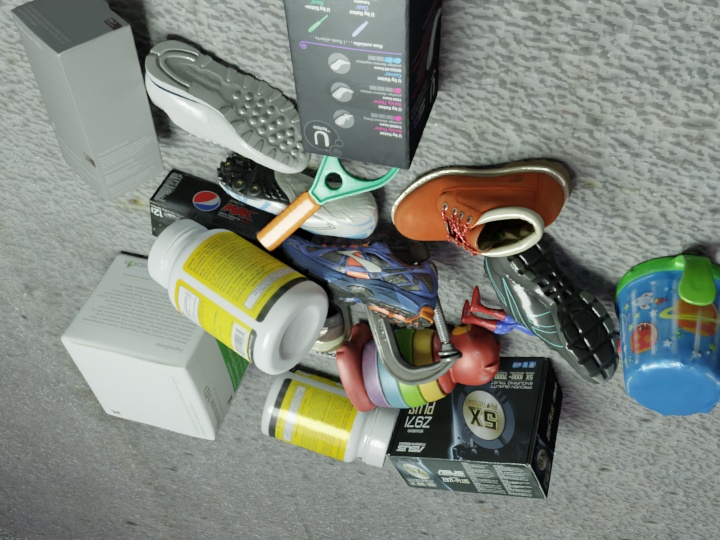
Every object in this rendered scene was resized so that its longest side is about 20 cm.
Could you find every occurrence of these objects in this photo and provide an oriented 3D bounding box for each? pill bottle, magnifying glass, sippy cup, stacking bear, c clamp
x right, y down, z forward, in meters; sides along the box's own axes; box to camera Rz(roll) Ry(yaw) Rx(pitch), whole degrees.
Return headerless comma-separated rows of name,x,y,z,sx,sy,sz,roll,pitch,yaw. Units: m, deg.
pill bottle,-0.046,0.234,1.177,0.199,0.115,0.115,17,141,8
magnifying glass,-0.034,-0.091,0.797,0.200,0.022,0.080,-39,100,20
sippy cup,0.337,0.078,0.795,0.139,0.131,0.178,-19,126,41
stacking bear,0.086,0.121,0.990,0.199,0.121,0.114,-11,101,19
pill bottle,-0.144,0.022,0.852,0.200,0.112,0.113,31,146,23
c clamp,0.068,0.041,0.890,0.170,0.027,0.201,-9,97,38

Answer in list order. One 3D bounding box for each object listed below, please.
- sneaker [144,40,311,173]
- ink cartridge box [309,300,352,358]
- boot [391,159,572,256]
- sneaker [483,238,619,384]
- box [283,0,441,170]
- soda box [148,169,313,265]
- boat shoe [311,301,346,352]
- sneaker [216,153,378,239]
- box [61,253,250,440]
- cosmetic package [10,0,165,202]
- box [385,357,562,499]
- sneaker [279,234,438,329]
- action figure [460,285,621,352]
sneaker,-0.142,-0.165,0.805,0.200,0.077,0.081,35,148,-2
ink cartridge box,-0.071,0.066,1.038,0.103,0.059,0.201,10,140,16
boot,0.107,-0.055,0.767,0.199,0.107,0.075,-8,122,34
sneaker,0.212,0.041,0.838,0.200,0.075,0.079,56,152,6
box,0.007,-0.205,0.634,0.106,0.123,0.201,11,140,13
soda box,-0.161,-0.053,0.941,0.199,0.064,0.071,20,142,4
boat shoe,-0.112,0.042,0.933,0.200,0.072,0.066,16,130,10
sneaker,-0.075,-0.081,0.865,0.199,0.072,0.073,19,149,10
box,-0.290,0.114,1.111,0.199,0.172,0.200,11,140,15
cosmetic package,-0.288,-0.187,0.806,0.107,0.090,0.200,39,152,29
box,0.157,0.208,1.008,0.199,0.164,0.086,-4,135,30
sneaker,0.000,0.000,0.858,0.199,0.079,0.075,22,161,9
action figure,0.226,0.065,0.901,0.199,0.052,0.066,18,147,-2
